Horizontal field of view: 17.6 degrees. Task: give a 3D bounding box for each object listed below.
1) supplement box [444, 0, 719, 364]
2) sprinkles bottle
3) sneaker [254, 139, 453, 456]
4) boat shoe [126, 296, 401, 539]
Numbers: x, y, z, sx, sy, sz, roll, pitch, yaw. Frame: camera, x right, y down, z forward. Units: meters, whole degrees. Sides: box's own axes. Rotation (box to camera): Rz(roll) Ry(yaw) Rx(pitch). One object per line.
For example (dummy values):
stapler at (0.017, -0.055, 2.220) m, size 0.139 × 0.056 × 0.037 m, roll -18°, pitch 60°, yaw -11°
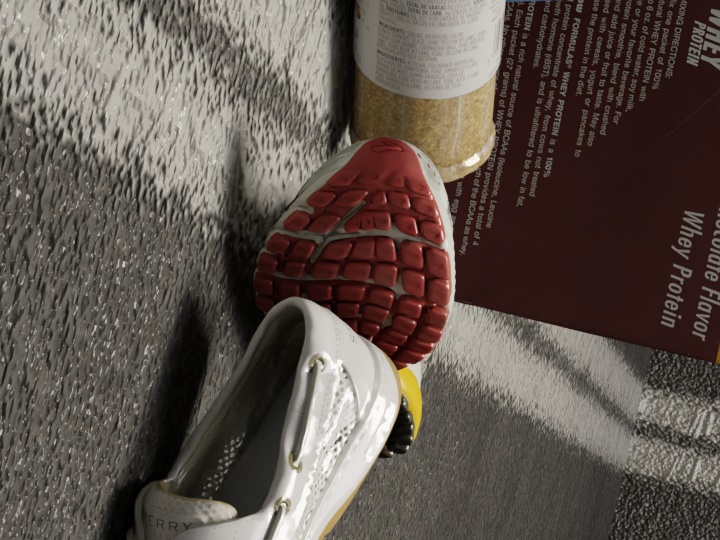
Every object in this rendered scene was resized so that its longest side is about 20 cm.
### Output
supplement box at (0.136, -0.075, 1.214) m, size 0.133 × 0.199 × 0.198 m, roll -35°, pitch 136°, yaw -72°
sprinkles bottle at (0.031, -0.131, 0.984) m, size 0.068 × 0.068 × 0.200 m, roll -65°, pitch 163°, yaw -46°
sneaker at (0.000, 0.000, 0.959) m, size 0.200 × 0.078 × 0.082 m, roll 102°, pitch 2°, yaw -62°
boat shoe at (-0.057, 0.100, 0.855) m, size 0.069 × 0.071 × 0.200 m, roll 45°, pitch 63°, yaw -45°
